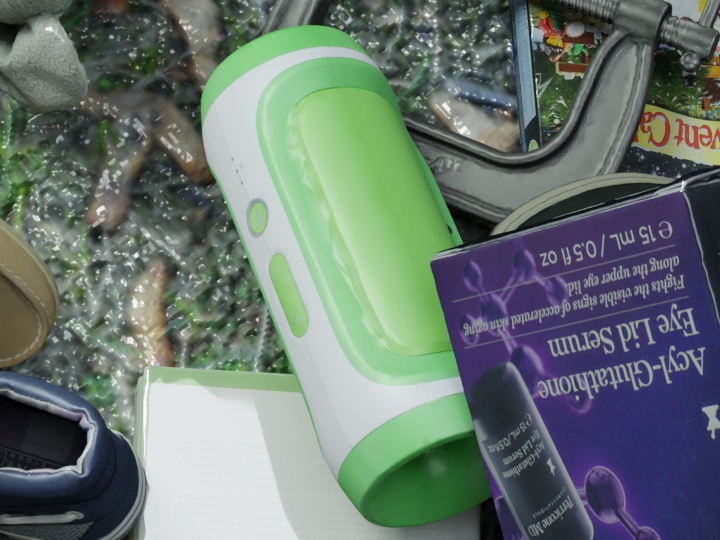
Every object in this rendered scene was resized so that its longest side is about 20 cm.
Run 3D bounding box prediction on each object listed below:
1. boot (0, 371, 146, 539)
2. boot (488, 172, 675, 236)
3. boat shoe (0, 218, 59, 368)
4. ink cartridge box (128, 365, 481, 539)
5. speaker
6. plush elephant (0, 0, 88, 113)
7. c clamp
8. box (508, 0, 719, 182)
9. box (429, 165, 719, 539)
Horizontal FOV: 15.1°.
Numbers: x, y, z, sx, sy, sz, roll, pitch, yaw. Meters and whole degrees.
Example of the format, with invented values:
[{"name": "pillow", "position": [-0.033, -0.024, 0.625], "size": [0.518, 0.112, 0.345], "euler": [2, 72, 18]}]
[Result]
[{"name": "boot", "position": [-0.184, 0.057, 1.059], "size": [0.199, 0.090, 0.073], "euler": [9, 71, 8]}, {"name": "boot", "position": [0.165, 0.012, 1.105], "size": [0.202, 0.154, 0.074], "euler": [-1, 105, -27]}, {"name": "boat shoe", "position": [-0.197, -0.002, 1.062], "size": [0.199, 0.065, 0.071], "euler": [28, 111, -38]}, {"name": "ink cartridge box", "position": [-0.023, 0.142, 1.103], "size": [0.145, 0.048, 0.201], "euler": [4, 72, -9]}, {"name": "speaker", "position": [0.000, 0.000, 1.098], "size": [0.088, 0.089, 0.201], "euler": [-15, 60, -14]}, {"name": "plush elephant", "position": [-0.133, -0.164, 1.114], "size": [0.199, 0.165, 0.155], "euler": [-30, 39, -3]}, {"name": "c clamp", "position": [0.059, -0.107, 1.178], "size": [0.199, 0.027, 0.172], "euler": [16, 84, 14]}, {"name": "box", "position": [0.168, -0.100, 1.220], "size": [0.199, 0.038, 0.137], "euler": [-1, 73, -11]}, {"name": "box", "position": [0.130, 0.067, 0.990], "size": [0.104, 0.148, 0.201], "euler": [-14, 87, -38]}]
